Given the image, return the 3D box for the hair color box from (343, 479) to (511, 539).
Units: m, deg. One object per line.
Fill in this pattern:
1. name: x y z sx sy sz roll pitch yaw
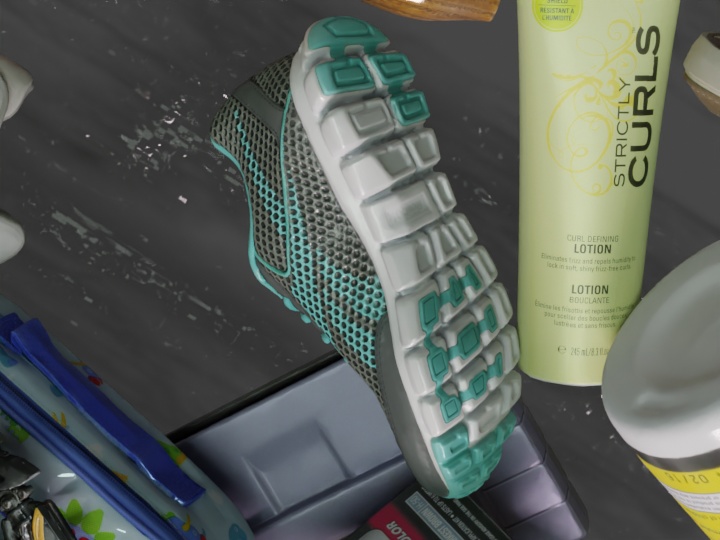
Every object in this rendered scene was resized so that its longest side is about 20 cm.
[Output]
1. hair color box: -0.010 0.182 0.864 0.200 0.099 0.061 -39 128 -8

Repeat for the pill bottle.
1. pill bottle: 0.196 0.087 0.869 0.111 0.112 0.200 -34 116 17

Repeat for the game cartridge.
1. game cartridge: -0.012 0.108 0.951 0.199 0.038 0.130 -28 101 16

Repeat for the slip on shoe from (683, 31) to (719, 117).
1. slip on shoe: 0.205 -0.022 0.857 0.199 0.076 0.061 31 108 -14

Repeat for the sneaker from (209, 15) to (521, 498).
1. sneaker: 0.000 0.000 0.881 0.091 0.077 0.201 -18 92 39

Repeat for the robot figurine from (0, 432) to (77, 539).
1. robot figurine: -0.206 0.106 0.864 0.200 0.058 0.145 39 114 10

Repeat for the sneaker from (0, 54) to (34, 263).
1. sneaker: -0.190 -0.088 0.885 0.099 0.078 0.202 -15 102 -16

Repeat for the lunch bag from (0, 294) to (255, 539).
1. lunch bag: -0.153 0.115 0.923 0.200 0.082 0.161 42 113 8

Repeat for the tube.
1. tube: 0.093 -0.054 0.870 0.052 0.058 0.202 17 112 42

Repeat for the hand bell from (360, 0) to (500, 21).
1. hand bell: -0.039 -0.134 0.846 0.199 0.104 0.105 17 112 -14
